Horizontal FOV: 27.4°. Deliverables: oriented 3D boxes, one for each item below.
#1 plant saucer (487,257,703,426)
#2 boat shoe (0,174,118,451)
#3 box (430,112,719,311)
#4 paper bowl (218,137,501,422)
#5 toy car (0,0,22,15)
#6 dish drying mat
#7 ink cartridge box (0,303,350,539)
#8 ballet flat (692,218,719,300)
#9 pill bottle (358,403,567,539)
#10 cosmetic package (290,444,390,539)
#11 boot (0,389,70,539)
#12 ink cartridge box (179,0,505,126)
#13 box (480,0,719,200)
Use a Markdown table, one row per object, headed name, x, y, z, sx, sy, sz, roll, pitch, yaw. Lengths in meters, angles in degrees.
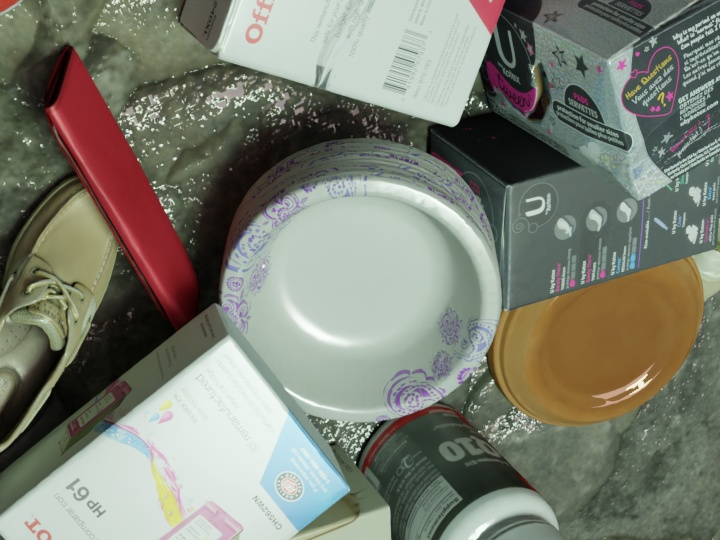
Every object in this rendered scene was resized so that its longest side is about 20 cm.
| name | x | y | z | sx | sy | sz | roll | pitch | yaw |
| --- | --- | --- | --- | --- | --- | --- | --- | --- | --- |
| plant saucer | 0.204 | 0.053 | 1.248 | 0.197 | 0.038 | 0.203 | -9 | 121 | -14 |
| boat shoe | -0.210 | 0.030 | 0.979 | 0.072 | 0.065 | 0.202 | 32 | 76 | -24 |
| box | 0.166 | -0.063 | 1.136 | 0.198 | 0.122 | 0.107 | -16 | 121 | -23 |
| paper bowl | 0.000 | 0.000 | 1.061 | 0.197 | 0.105 | 0.203 | 0 | 120 | 0 |
| toy car | -0.157 | -0.216 | 0.820 | 0.197 | 0.185 | 0.179 | 7 | 111 | -19 |
| dish drying mat | -0.158 | -0.049 | 0.996 | 0.018 | 0.077 | 0.201 | -16 | 126 | 14 |
| ink cartridge box | -0.129 | 0.146 | 0.998 | 0.199 | 0.085 | 0.145 | -38 | 109 | 0 |
| ballet flat | 0.297 | -0.047 | 1.253 | 0.069 | 0.069 | 0.202 | -24 | 124 | -16 |
| pill bottle | 0.087 | 0.202 | 1.176 | 0.112 | 0.200 | 0.115 | -13 | 120 | -23 |
| cosmetic package | -0.084 | 0.214 | 1.148 | 0.198 | 0.103 | 0.074 | -15 | 120 | -23 |
| boot | -0.269 | 0.174 | 1.044 | 0.199 | 0.070 | 0.132 | -35 | 125 | -8 |
| ink cartridge box | -0.005 | -0.197 | 0.997 | 0.198 | 0.083 | 0.147 | 12 | 108 | -33 |
| box | 0.178 | -0.158 | 1.047 | 0.131 | 0.200 | 0.116 | -29 | 123 | -13 |
